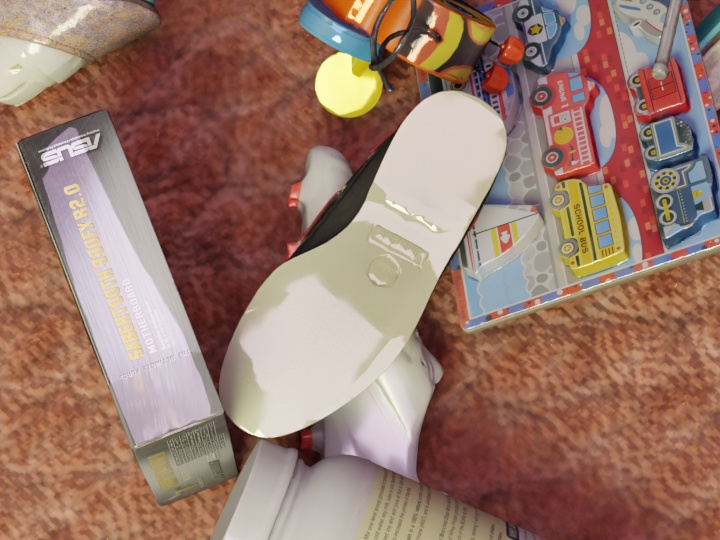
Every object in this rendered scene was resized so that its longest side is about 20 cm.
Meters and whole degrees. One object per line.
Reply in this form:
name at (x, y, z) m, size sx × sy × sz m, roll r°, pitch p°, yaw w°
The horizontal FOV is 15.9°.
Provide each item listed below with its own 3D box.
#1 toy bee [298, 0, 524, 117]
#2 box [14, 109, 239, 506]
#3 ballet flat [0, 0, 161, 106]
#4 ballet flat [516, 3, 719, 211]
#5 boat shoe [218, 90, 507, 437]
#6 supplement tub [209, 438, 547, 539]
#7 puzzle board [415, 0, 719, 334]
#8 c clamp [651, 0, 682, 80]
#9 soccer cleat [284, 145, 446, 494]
toy bee at (0.024, -0.126, 1.340) m, size 0.109 × 0.131 × 0.200 m, roll 23°, pitch 37°, yaw -27°
box at (-0.113, 0.024, 1.280) m, size 0.048 × 0.200 × 0.159 m, roll -21°, pitch 79°, yaw -5°
ballet flat at (-0.205, -0.124, 1.389) m, size 0.200 × 0.068 × 0.067 m, roll 7°, pitch 82°, yaw 15°
ballet flat at (0.152, -0.063, 1.355) m, size 0.200 × 0.067 × 0.062 m, roll -41°, pitch 101°, yaw -4°
boat shoe at (0.002, 0.002, 1.279) m, size 0.074 × 0.063 × 0.201 m, roll 36°, pitch 79°, yaw 2°
supplement tub at (0.018, 0.177, 1.254) m, size 0.200 × 0.145 × 0.145 m, roll 24°, pitch 80°, yaw -3°
puzzle board at (0.107, -0.073, 1.324) m, size 0.150 × 0.017 × 0.200 m, roll -18°, pitch 53°, yaw 13°
c clamp at (0.084, -0.193, 1.294) m, size 0.200 × 0.027 × 0.171 m, roll 22°, pitch 50°, yaw 4°
soccer cleat at (0.003, 0.034, 1.343) m, size 0.077 × 0.069 × 0.200 m, roll -5°, pitch 85°, yaw -4°
